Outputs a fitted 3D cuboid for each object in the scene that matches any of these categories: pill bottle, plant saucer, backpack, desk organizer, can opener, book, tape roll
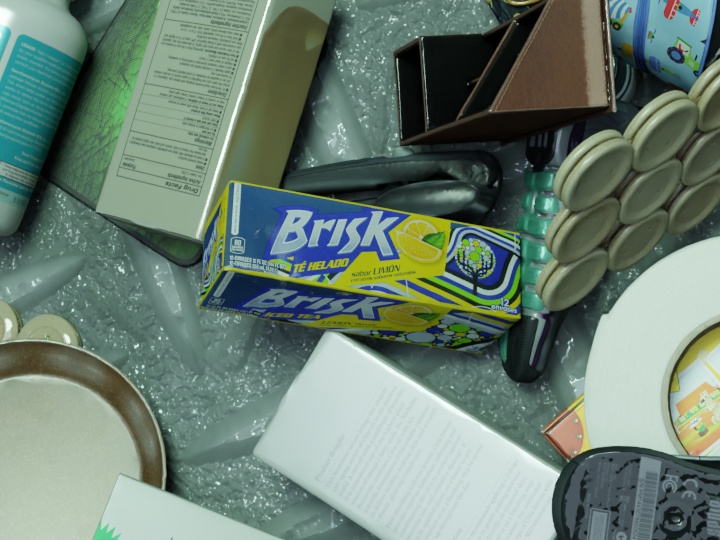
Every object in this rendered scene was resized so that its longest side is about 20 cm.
[{"bbox_3d":[-0.266,-0.134,1.124,0.110,0.111,0.201,21,88,16],"label":"pill bottle"},{"bbox_3d":[-0.233,0.146,1.081,0.199,0.035,0.201,1,68,-2],"label":"plant saucer"},{"bbox_3d":[0.201,-0.212,0.983,0.134,0.183,0.201,13,90,15],"label":"backpack"},{"bbox_3d":[0.084,-0.121,0.974,0.077,0.200,0.072,-4,90,-14],"label":"desk organizer"},{"bbox_3d":[0.003,-0.053,1.074,0.199,0.079,0.064,-1,74,27],"label":"can opener"},{"bbox_3d":[-0.092,0.232,1.033,0.199,0.048,0.134,22,83,-6],"label":"book"},{"bbox_3d":[0.233,0.077,0.929,0.202,0.037,0.204,-1,84,13],"label":"tape roll"}]

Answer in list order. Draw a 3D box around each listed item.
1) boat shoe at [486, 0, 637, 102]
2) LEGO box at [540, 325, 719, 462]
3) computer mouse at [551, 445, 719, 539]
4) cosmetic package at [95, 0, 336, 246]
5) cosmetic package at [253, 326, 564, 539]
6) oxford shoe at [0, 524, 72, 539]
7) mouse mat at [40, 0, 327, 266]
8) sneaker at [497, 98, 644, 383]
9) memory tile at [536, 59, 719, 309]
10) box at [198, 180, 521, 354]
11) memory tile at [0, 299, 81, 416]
[{"bbox_3d":[0.112,-0.193,1.047,0.071,0.091,0.201,-35,76,7],"label":"boat shoe"},{"bbox_3d":[0.239,0.093,0.985,0.200,0.077,0.149,-42,75,6],"label":"LEGO box"},{"bbox_3d":[0.208,0.172,0.887,0.199,0.046,0.141,2,89,9],"label":"computer mouse"},{"bbox_3d":[-0.099,-0.117,1.081,0.105,0.071,0.201,17,88,35],"label":"cosmetic package"},{"bbox_3d":[0.042,0.132,1.032,0.200,0.071,0.102,32,91,16],"label":"cosmetic package"},{"bbox_3d":[-0.291,0.206,1.112,0.199,0.071,0.072,1,76,4],"label":"oxford shoe"},{"bbox_3d":[-0.135,-0.123,1.144,0.161,0.008,0.200,32,90,16],"label":"mouse mat"},{"bbox_3d":[0.148,-0.019,1.030,0.087,0.074,0.201,8,98,-13],"label":"sneaker"},{"bbox_3d":[0.190,-0.064,0.947,0.200,0.154,0.017,-30,60,-19],"label":"memory tile"},{"bbox_3d":[0.000,0.000,1.008,0.199,0.070,0.065,9,64,-17],"label":"box"},{"bbox_3d":[-0.309,0.087,1.154,0.199,0.017,0.154,14,86,16],"label":"memory tile"}]
